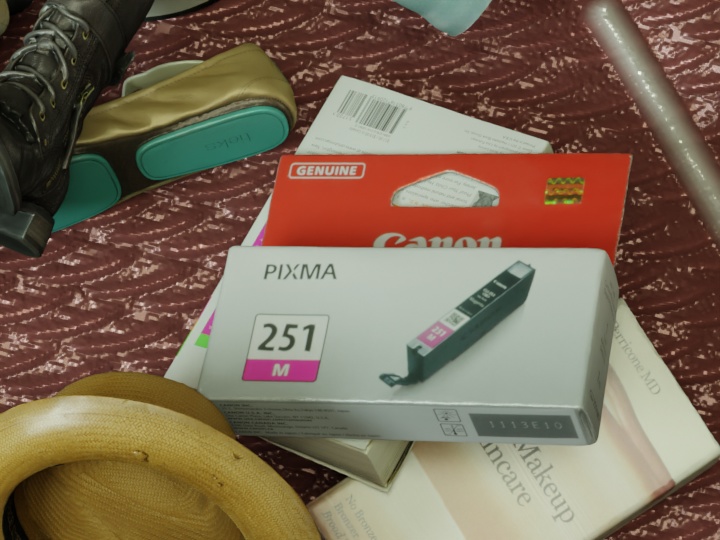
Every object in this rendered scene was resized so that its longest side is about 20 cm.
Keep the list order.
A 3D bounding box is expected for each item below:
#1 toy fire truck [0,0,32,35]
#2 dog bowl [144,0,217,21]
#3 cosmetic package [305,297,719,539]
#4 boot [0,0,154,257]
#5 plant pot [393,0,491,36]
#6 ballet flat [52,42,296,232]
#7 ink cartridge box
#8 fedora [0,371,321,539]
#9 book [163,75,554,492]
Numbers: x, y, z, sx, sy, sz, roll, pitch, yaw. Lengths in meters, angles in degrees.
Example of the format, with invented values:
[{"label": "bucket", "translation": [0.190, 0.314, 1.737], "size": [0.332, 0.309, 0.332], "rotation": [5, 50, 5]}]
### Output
[{"label": "toy fire truck", "translation": [-0.300, -0.160, 1.510], "size": [0.128, 0.200, 0.177], "rotation": [-26, 85, -44]}, {"label": "dog bowl", "translation": [-0.126, -0.241, 1.524], "size": [0.199, 0.074, 0.202], "rotation": [0, 84, 0]}, {"label": "cosmetic package", "translation": [0.080, 0.113, 1.475], "size": [0.199, 0.087, 0.104], "rotation": [-35, 82, -3]}, {"label": "boot", "translation": [-0.158, -0.109, 1.397], "size": [0.069, 0.200, 0.175], "rotation": [24, 79, 7]}, {"label": "plant pot", "translation": [0.028, -0.240, 1.446], "size": [0.134, 0.200, 0.201], "rotation": [23, 84, -10]}, {"label": "ballet flat", "translation": [-0.133, -0.070, 1.520], "size": [0.199, 0.069, 0.063], "rotation": [-17, 56, -4]}, {"label": "ink cartridge box", "translation": [0.031, 0.002, 1.408], "size": [0.199, 0.044, 0.174], "rotation": [0, 58, 17]}, {"label": "fedora", "translation": [-0.108, 0.112, 1.370], "size": [0.199, 0.201, 0.082], "rotation": [7, 44, 1]}, {"label": "book", "translation": [0.000, 0.000, 1.468], "size": [0.133, 0.048, 0.201], "rotation": [20, 68, 26]}]
